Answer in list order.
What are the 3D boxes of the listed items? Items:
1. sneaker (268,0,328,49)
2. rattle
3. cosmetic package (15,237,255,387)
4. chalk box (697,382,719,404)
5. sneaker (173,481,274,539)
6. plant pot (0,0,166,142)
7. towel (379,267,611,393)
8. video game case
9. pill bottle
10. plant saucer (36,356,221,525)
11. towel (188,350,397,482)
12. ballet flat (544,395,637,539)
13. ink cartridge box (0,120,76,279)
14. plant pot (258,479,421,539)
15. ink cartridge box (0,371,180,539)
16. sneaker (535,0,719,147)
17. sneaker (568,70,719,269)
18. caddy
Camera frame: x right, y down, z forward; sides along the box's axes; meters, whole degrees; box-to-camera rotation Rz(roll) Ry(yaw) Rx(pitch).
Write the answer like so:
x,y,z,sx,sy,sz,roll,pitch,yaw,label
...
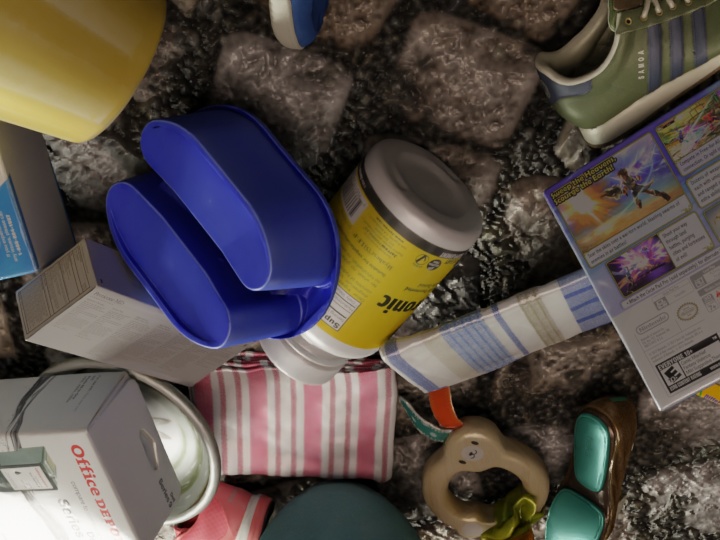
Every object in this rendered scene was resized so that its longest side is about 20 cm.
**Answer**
x,y,z,sx,sy,sz,roll,pitch,yaw,label
0.003,-0.240,0.771,0.110,0.077,0.202,15,118,5,sneaker
0.100,0.210,1.040,0.129,0.144,0.201,-3,133,28,rattle
-0.181,0.039,0.930,0.082,0.051,0.199,-32,150,20,cosmetic package
0.334,0.002,0.887,0.123,0.126,0.201,23,124,-12,chalk box
-0.159,0.292,1.162,0.086,0.074,0.202,27,117,0,sneaker
-0.245,-0.189,0.766,0.188,0.202,0.200,28,123,-34,plant pot
0.121,0.049,0.939,0.198,0.024,0.147,-23,158,12,towel
0.258,-0.028,0.794,0.199,0.045,0.183,-32,77,23,video game case
0.000,0.000,0.915,0.111,0.112,0.200,31,122,-17,pill bottle
-0.218,0.152,1.058,0.197,0.050,0.202,9,124,13,plant saucer
-0.064,0.144,1.065,0.197,0.030,0.148,2,125,3,towel
0.226,0.199,1.065,0.072,0.068,0.202,-22,129,-36,ballet flat
-0.350,-0.056,0.895,0.197,0.085,0.147,-12,104,13,ink cartridge box
-0.021,0.287,1.091,0.197,0.136,0.202,-2,129,-2,plant pot
-0.282,0.176,1.012,0.197,0.084,0.147,-6,120,22,ink cartridge box
0.212,-0.177,0.796,0.089,0.068,0.200,35,122,-25,sneaker
0.231,-0.083,0.879,0.199,0.067,0.090,-34,99,32,sneaker
-0.101,-0.035,0.867,0.201,0.104,0.142,50,122,17,caddy
